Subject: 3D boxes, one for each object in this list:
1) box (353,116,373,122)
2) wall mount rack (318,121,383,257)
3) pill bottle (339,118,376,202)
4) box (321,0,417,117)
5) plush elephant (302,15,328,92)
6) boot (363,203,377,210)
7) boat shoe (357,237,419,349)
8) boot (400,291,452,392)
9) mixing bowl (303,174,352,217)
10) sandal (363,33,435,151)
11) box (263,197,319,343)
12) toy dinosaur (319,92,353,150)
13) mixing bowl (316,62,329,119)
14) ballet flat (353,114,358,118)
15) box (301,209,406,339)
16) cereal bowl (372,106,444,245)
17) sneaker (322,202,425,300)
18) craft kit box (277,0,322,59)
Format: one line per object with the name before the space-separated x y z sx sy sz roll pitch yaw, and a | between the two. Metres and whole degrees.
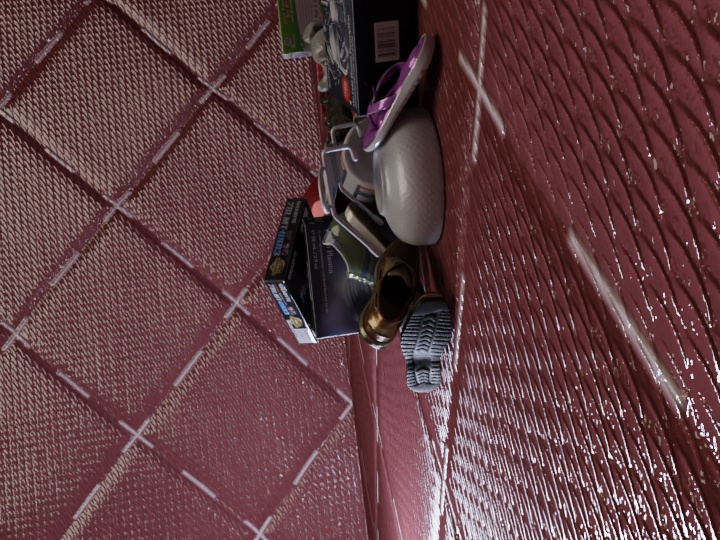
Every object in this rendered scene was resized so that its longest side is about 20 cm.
box | 0.016 -0.260 1.394 0.200 0.073 0.052 142 121 -82
wall mount rack | -0.014 -0.123 1.051 0.201 0.072 0.179 -80 -19 -62
pill bottle | 0.018 -0.189 1.237 0.200 0.115 0.124 143 120 -82
box | 0.011 -0.367 1.072 0.183 0.101 0.206 -126 28 -60
plush elephant | -0.025 -0.389 1.254 0.167 0.150 0.204 -104 9 -50
boot | 0.003 -0.053 1.347 0.071 0.165 0.206 0 113 41
boat shoe | 0.056 0.023 1.026 0.074 0.074 0.203 -56 12 49
boot | 0.093 0.072 1.063 0.204 0.075 0.141 96 175 -45
mixing bowl | -0.058 -0.120 1.471 0.200 0.106 0.205 45 -147 -41
sandal | 0.042 -0.255 0.960 0.203 0.049 0.084 -53 17 46
box | -0.114 0.002 1.324 0.201 0.048 0.204 71 -157 -48
toy dinosaur | -0.040 -0.291 1.320 0.103 0.074 0.205 112 162 -50
mixing bowl | -0.041 -0.456 1.558 0.200 0.105 0.207 172 90 -84
ballet flat | 0.000 -0.325 1.526 0.200 0.065 0.065 -168 81 -83
box | 0.000 0.000 1.239 0.123 0.192 0.207 -131 34 -78
cereal bowl | 0.064 -0.138 1.031 0.200 0.080 0.207 174 90 -84
sneaker | 0.017 -0.011 1.148 0.201 0.089 0.067 49 -160 -12
craft kit box | -0.069 -0.529 1.337 0.048 0.191 0.207 -160 64 -82
